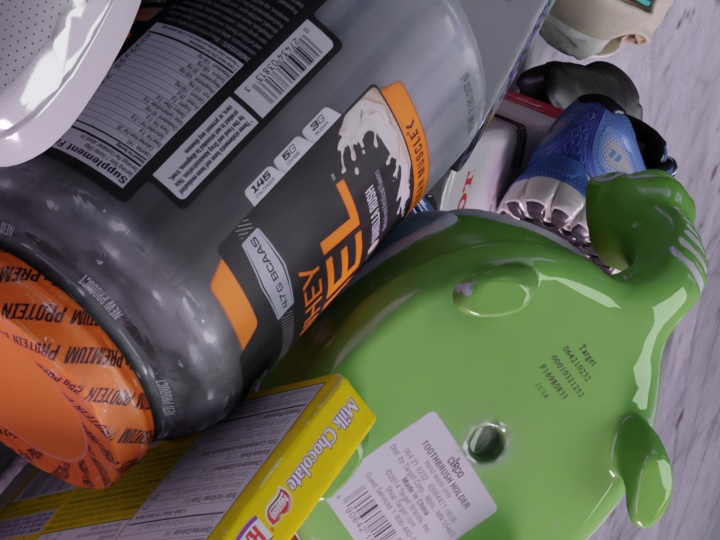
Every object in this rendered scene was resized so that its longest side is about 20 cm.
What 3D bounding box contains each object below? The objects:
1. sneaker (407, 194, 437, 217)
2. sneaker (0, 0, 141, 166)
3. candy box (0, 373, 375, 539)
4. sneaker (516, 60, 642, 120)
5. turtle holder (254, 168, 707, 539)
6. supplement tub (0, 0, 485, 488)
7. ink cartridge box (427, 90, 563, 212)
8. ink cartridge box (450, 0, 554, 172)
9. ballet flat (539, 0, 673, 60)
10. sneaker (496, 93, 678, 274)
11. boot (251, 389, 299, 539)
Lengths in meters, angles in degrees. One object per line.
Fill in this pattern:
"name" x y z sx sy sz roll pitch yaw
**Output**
"sneaker" 0.000 0.000 0.855 0.079 0.200 0.075 -53 -159 -9
"sneaker" -0.100 -0.139 0.587 0.116 0.073 0.201 45 59 -67
"candy box" -0.085 0.091 0.721 0.026 0.200 0.102 48 56 -19
"sneaker" 0.083 -0.032 1.181 0.091 0.076 0.201 7 107 -51
"turtle holder" 0.039 0.031 0.776 0.186 0.140 0.132 -62 -156 9
"supplement tub" -0.056 -0.028 0.712 0.200 0.122 0.123 -48 154 -27
"ink cartridge box" 0.028 -0.015 1.016 0.200 0.084 0.146 -15 124 -67
"ink cartridge box" 0.041 -0.153 0.860 0.201 0.109 0.050 -61 176 -20
"ballet flat" 0.137 -0.151 1.196 0.200 0.069 0.070 -16 126 -66
"sneaker" 0.129 -0.027 1.029 0.090 0.078 0.200 -63 160 -11
"boot" -0.035 0.124 0.832 0.074 0.154 0.201 -35 -144 50
